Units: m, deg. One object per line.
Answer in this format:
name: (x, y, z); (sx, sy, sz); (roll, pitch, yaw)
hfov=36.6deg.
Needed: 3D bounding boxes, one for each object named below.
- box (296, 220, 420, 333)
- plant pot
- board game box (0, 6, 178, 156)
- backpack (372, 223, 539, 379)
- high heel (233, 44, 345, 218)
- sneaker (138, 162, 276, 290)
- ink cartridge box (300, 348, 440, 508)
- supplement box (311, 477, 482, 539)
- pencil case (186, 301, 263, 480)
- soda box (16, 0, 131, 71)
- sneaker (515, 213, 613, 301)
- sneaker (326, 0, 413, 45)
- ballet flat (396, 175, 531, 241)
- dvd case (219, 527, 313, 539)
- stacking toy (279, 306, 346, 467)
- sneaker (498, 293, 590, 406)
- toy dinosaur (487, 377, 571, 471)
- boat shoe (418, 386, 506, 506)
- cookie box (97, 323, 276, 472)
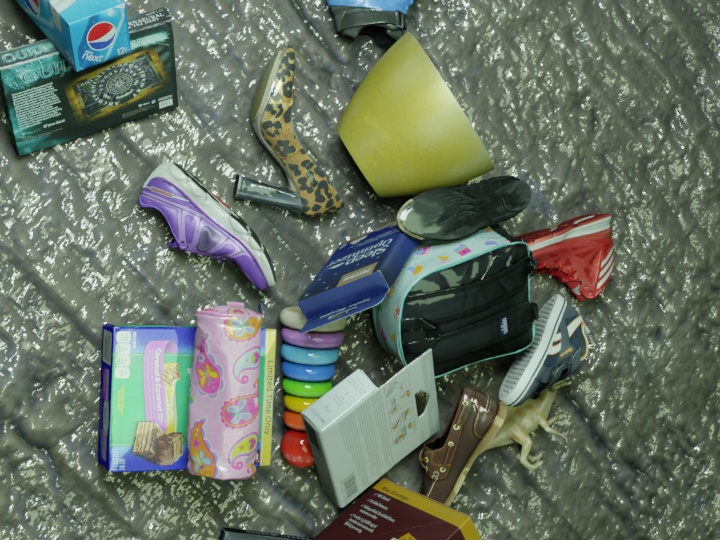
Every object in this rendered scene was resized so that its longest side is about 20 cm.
box: (0.000, 0.000, 1.309); (0.033, 0.120, 0.200); (59, 30, -17)
plant pot: (0.055, -0.173, 1.358); (0.141, 0.200, 0.201); (-33, 106, 6)
board game box: (-0.304, -0.212, 1.225); (0.199, 0.136, 0.028); (-22, 57, -22)
backpack: (0.108, 0.036, 1.383); (0.199, 0.153, 0.177); (-24, 126, -25)
high heel: (-0.067, -0.168, 1.347); (0.141, 0.071, 0.202); (12, 104, -17)
sneaker: (-0.184, -0.043, 1.320); (0.200, 0.081, 0.083); (42, 93, -12)
ink cartridge box: (0.018, 0.189, 1.363); (0.173, 0.044, 0.201); (-36, 146, -19)
supplement box: (0.036, 0.390, 1.342); (0.200, 0.197, 0.133); (-36, 112, -24)
pencil case: (-0.155, 0.137, 1.246); (0.087, 0.087, 0.202); (2, 91, -23)
soda box: (-0.325, -0.302, 1.169); (0.068, 0.200, 0.064); (-28, 146, -25)
sneaker: (0.278, -0.002, 1.509); (0.199, 0.078, 0.116); (-18, 98, -20)
sneaker: (0.054, -0.346, 1.390); (0.198, 0.077, 0.112); (-13, 92, -18)
ballet flat: (0.126, -0.074, 1.348); (0.199, 0.057, 0.067); (-14, 94, -30)
dvd case: (-0.126, 0.437, 1.387); (0.149, 0.025, 0.202); (13, 88, -24)
stacking toy: (-0.067, 0.150, 1.369); (0.085, 0.085, 0.202); (3, 96, -23)
sneaker: (0.257, 0.120, 1.468); (0.079, 0.078, 0.200); (39, 51, -4)
toy dinosaur: (0.221, 0.225, 1.519); (0.199, 0.058, 0.101); (-35, 89, -9)
boat shoe: (0.114, 0.244, 1.441); (0.070, 0.070, 0.201); (27, 102, -11)
cookie box: (-0.207, 0.150, 1.308); (0.198, 0.075, 0.173); (2, 92, -24)
